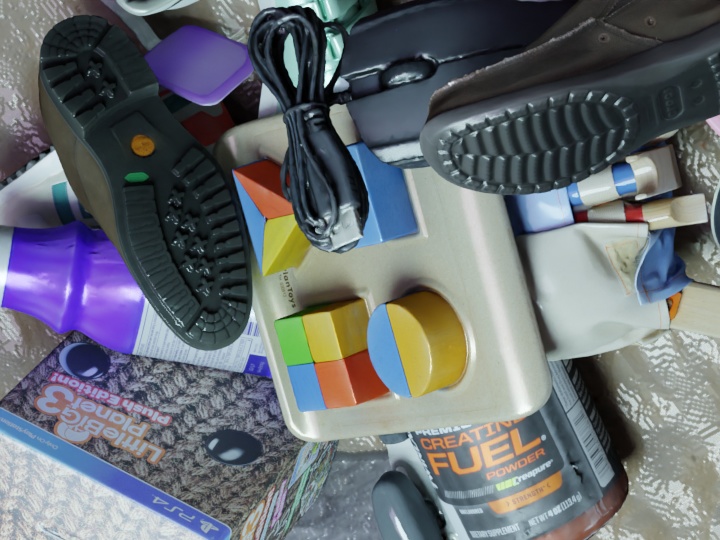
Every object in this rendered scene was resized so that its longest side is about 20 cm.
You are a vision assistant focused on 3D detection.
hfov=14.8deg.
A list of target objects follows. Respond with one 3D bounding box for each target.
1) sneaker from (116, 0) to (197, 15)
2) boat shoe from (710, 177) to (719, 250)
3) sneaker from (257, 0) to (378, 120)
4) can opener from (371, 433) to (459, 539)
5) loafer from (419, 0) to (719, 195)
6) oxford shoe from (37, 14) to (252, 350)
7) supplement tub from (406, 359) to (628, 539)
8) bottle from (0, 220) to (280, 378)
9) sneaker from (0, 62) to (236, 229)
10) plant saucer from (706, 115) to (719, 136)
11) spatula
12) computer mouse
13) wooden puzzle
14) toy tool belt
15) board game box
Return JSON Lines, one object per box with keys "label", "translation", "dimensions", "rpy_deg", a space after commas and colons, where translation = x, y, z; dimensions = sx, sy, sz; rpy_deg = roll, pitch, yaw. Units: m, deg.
{"label": "sneaker", "translation": [-0.072, -0.212, 1.509], "dimensions": [0.074, 0.089, 0.200], "rpy_deg": [37, 125, 5]}
{"label": "boat shoe", "translation": [0.246, -0.067, 1.443], "dimensions": [0.075, 0.062, 0.200], "rpy_deg": [41, 127, -1]}
{"label": "sneaker", "translation": [0.007, -0.128, 1.520], "dimensions": [0.118, 0.074, 0.201], "rpy_deg": [22, 134, 22]}
{"label": "can opener", "translation": [0.025, 0.091, 1.635], "dimensions": [0.053, 0.067, 0.201], "rpy_deg": [-8, 112, 29]}
{"label": "loafer", "translation": [0.119, -0.097, 1.351], "dimensions": [0.199, 0.071, 0.073], "rpy_deg": [-18, 144, -8]}
{"label": "oxford shoe", "translation": [-0.120, -0.042, 1.554], "dimensions": [0.201, 0.072, 0.084], "rpy_deg": [64, 158, 12]}
{"label": "supplement tub", "translation": [0.068, 0.062, 1.573], "dimensions": [0.106, 0.107, 0.201], "rpy_deg": [-17, 109, 32]}
{"label": "bottle", "translation": [-0.121, 0.012, 1.611], "dimensions": [0.198, 0.066, 0.084], "rpy_deg": [9, 144, -8]}
{"label": "sneaker", "translation": [-0.146, -0.043, 1.646], "dimensions": [0.199, 0.070, 0.094], "rpy_deg": [-33, 93, 32]}
{"label": "plant saucer", "translation": [0.243, -0.144, 1.367], "dimensions": [0.200, 0.051, 0.202], "rpy_deg": [-1, 88, 42]}
{"label": "spatula", "translation": [-0.146, -0.155, 1.599], "dimensions": [0.199, 0.056, 0.021], "rpy_deg": [35, 144, 17]}
{"label": "computer mouse", "translation": [0.052, -0.093, 1.392], "dimensions": [0.053, 0.198, 0.139], "rpy_deg": [106, 151, -67]}
{"label": "wooden puzzle", "translation": [0.000, 0.000, 1.494], "dimensions": [0.199, 0.046, 0.187], "rpy_deg": [-11, 95, 48]}
{"label": "toy tool belt", "translation": [0.135, -0.054, 1.483], "dimensions": [0.122, 0.125, 0.202], "rpy_deg": [-9, 97, 10]}
{"label": "board game box", "translation": [-0.119, 0.111, 1.636], "dimensions": [0.159, 0.200, 0.097], "rpy_deg": [26, 125, 11]}
